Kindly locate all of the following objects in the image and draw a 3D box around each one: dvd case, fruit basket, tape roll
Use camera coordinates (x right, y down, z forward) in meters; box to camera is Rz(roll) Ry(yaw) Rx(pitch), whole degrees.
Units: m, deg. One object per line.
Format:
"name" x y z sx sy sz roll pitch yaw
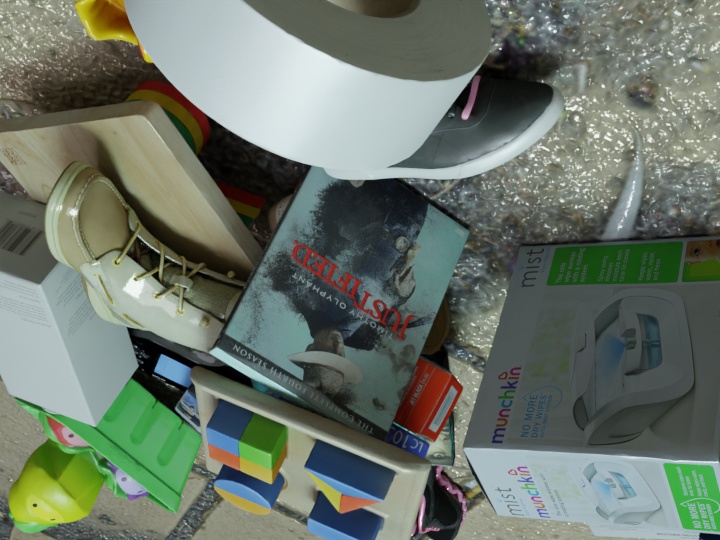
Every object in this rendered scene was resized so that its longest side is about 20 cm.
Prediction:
"dvd case" -0.008 0.013 0.767 0.146 0.201 0.022 33 152 -14
"fruit basket" -0.314 0.219 1.160 0.155 0.216 0.216 5 144 53
"tape roll" -0.028 -0.153 0.569 0.202 0.203 0.071 29 132 -10
"dvd case" -0.139 0.183 1.106 0.143 0.018 0.200 41 160 -2

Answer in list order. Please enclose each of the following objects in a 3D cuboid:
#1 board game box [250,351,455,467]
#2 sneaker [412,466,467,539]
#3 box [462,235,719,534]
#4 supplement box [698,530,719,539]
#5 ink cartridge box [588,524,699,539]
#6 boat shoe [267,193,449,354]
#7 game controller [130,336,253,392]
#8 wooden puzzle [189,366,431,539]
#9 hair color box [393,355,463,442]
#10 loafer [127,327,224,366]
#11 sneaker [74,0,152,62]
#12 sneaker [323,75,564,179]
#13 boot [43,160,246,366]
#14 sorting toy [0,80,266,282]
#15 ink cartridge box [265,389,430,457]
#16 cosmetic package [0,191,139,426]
"board game box" -0.007 0.134 1.017 0.199 0.028 0.136 2 126 15
"sneaker" 0.063 0.258 1.117 0.079 0.096 0.200 0 139 23
"box" 0.190 0.080 0.751 0.176 0.201 0.097 -1 136 29
"supplement box" 0.352 0.174 0.783 0.134 0.200 0.200 -3 136 28
"ink cartridge box" 0.249 0.157 0.903 0.136 0.077 0.200 -6 136 30
"boat shoe" 0.000 0.000 0.862 0.069 0.074 0.200 -1 140 49
"game controller" -0.167 0.117 1.102 0.199 0.042 0.104 28 142 -6
"wooden puzzle" -0.046 0.161 0.782 0.184 0.046 0.200 20 150 10
"hair color box" -0.014 0.075 0.892 0.199 0.061 0.102 28 174 17
"loafer" -0.205 0.024 0.994 0.199 0.073 0.072 19 131 0
"sneaker" -0.102 -0.158 0.682 0.199 0.077 0.073 16 147 26
"sneaker" 0.033 -0.118 0.692 0.199 0.071 0.099 -3 141 35
"boot" -0.150 0.003 0.789 0.154 0.072 0.200 21 153 16
"sorting toy" -0.175 -0.067 0.845 0.198 0.070 0.200 1 138 36
"ink cartridge box" -0.027 0.160 0.914 0.136 0.077 0.200 30 165 -7
"cosmetic package" -0.281 0.039 0.911 0.107 0.085 0.201 17 141 16
